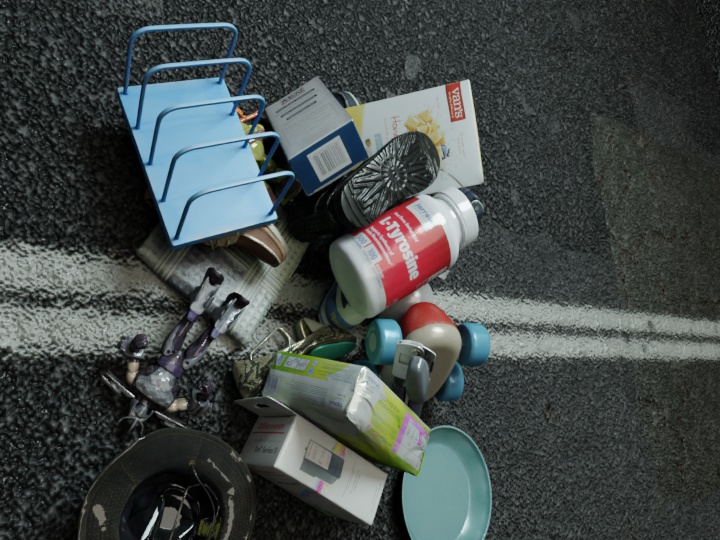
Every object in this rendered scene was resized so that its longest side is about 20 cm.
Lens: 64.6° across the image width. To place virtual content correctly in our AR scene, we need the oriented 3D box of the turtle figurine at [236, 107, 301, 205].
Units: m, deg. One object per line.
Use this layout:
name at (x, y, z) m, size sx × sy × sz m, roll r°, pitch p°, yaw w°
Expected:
turtle figurine at (-0.149, -0.164, 0.783) m, size 0.163 × 0.064 × 0.200 m, roll 52°, pitch 30°, yaw -4°

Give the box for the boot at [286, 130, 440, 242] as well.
boot at (0.001, -0.118, 0.805) m, size 0.208 × 0.156 × 0.082 m, roll -34°, pitch 103°, yaw -31°

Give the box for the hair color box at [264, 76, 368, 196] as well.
hair color box at (-0.067, -0.193, 0.793) m, size 0.098 × 0.202 × 0.061 m, roll -30°, pitch 128°, yaw 1°

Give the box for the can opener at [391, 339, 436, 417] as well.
can opener at (0.061, 0.169, 0.759) m, size 0.051 × 0.204 × 0.068 m, roll 15°, pitch 46°, yaw 10°

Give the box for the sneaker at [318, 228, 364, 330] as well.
sneaker at (0.000, 0.000, 0.871) m, size 0.073 × 0.081 × 0.206 m, roll 28°, pitch 59°, yaw -25°

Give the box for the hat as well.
hat at (-0.215, 0.268, 0.623) m, size 0.196 × 0.079 × 0.209 m, roll 9°, pitch 77°, yaw -42°

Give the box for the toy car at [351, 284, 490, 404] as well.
toy car at (0.068, 0.083, 0.880) m, size 0.178 × 0.180 × 0.204 m, roll 4°, pitch 44°, yaw -22°

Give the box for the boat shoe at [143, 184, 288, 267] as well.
boat shoe at (-0.184, -0.058, 0.723) m, size 0.197 × 0.076 × 0.073 m, roll 34°, pitch 63°, yaw -11°

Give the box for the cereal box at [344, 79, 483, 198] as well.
cereal box at (0.077, -0.184, 0.843) m, size 0.040 × 0.192 × 0.150 m, roll -43°, pitch 122°, yaw -74°

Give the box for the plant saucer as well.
plant saucer at (0.129, 0.351, 0.893) m, size 0.195 × 0.035 × 0.208 m, roll 13°, pitch 69°, yaw -35°

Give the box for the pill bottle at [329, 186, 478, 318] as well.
pill bottle at (0.062, -0.032, 0.780) m, size 0.196 × 0.112 × 0.115 m, roll -30°, pitch 94°, yaw -18°

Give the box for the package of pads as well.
package of pads at (-0.011, 0.184, 0.718) m, size 0.201 × 0.150 × 0.070 m, roll 49°, pitch 55°, yaw -41°

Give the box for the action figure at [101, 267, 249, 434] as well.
action figure at (-0.214, 0.099, 0.669) m, size 0.130 × 0.069 × 0.203 m, roll 42°, pitch 69°, yaw -26°

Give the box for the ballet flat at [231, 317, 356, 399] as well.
ballet flat at (-0.091, 0.108, 0.784) m, size 0.196 × 0.068 × 0.076 m, roll -22°, pitch 69°, yaw -38°

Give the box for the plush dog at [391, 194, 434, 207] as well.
plush dog at (0.106, -0.172, 0.948) m, size 0.195 × 0.170 × 0.167 m, roll -3°, pitch 78°, yaw -38°

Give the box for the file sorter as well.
file sorter at (-0.175, -0.157, 0.648) m, size 0.135 × 0.122 × 0.206 m, roll -17°, pitch 78°, yaw -32°

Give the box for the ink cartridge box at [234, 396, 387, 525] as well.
ink cartridge box at (-0.076, 0.239, 0.714) m, size 0.198 × 0.116 × 0.069 m, roll 39°, pitch 58°, yaw -21°

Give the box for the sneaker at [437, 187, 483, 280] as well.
sneaker at (0.111, -0.080, 0.899) m, size 0.199 × 0.148 × 0.077 m, roll 21°, pitch 20°, yaw -47°

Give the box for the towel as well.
towel at (-0.177, -0.033, 0.781) m, size 0.192 × 0.034 × 0.203 m, roll 42°, pitch 57°, yaw -17°

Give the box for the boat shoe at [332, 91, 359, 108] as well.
boat shoe at (-0.032, -0.192, 0.913) m, size 0.061 × 0.073 × 0.209 m, roll 3°, pitch 83°, yaw -48°
